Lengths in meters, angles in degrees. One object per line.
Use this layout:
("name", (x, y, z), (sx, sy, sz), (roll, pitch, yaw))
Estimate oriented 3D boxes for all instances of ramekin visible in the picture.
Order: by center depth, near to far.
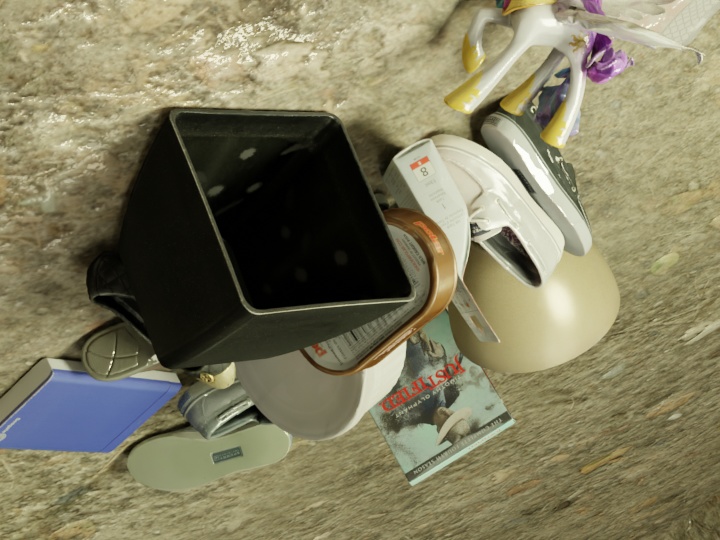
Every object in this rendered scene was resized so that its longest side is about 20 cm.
("ramekin", (-0.041, 0.067, 1.563), (0.094, 0.202, 0.202), (-22, 156, -46))

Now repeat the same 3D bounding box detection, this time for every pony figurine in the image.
("pony figurine", (0.190, -0.216, 1.346), (0.193, 0.167, 0.200), (18, 117, -16))

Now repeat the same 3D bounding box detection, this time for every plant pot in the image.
("plant pot", (-0.107, -0.015, 1.360), (0.199, 0.200, 0.177), (-4, 154, -44))
("plant pot", (0.184, 0.000, 1.713), (0.200, 0.200, 0.135), (-27, 127, -7))

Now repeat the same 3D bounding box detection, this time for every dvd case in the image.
("dvd case", (0.074, 0.136, 1.792), (0.146, 0.200, 0.022), (-31, 155, 2))

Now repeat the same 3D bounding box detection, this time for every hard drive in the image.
("hard drive", (-0.302, 0.148, 1.611), (0.132, 0.025, 0.200), (-41, 153, 21))

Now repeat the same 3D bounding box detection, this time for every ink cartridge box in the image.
("ink cartridge box", (0.093, -0.026, 1.466), (0.050, 0.200, 0.162), (-32, 179, -3))

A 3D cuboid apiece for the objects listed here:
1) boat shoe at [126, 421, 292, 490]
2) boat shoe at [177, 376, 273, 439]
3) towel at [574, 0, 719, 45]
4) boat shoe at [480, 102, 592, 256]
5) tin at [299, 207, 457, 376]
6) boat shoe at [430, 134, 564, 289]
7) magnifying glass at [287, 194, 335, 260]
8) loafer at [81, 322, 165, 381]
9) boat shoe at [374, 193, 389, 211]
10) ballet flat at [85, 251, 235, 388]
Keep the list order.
("boat shoe", (-0.177, 0.213, 1.797), (0.200, 0.070, 0.072), (-12, -168, 4))
("boat shoe", (-0.116, 0.149, 1.733), (0.201, 0.072, 0.070), (-16, 152, -41))
("towel", (0.326, -0.304, 1.471), (0.191, 0.032, 0.200), (1, 139, -47))
("boat shoe", (0.198, -0.098, 1.574), (0.057, 0.069, 0.200), (-48, 123, -17))
("tin", (0.006, 0.022, 1.423), (0.200, 0.112, 0.042), (-42, 164, 35))
("boat shoe", (0.133, -0.057, 1.554), (0.072, 0.069, 0.200), (-15, 129, 40))
("magnifying glass", (-0.070, -0.015, 1.468), (0.022, 0.080, 0.200), (22, 107, -29))
("loafer", (-0.185, 0.067, 1.539), (0.200, 0.072, 0.063), (-14, 171, 1))
("boat shoe", (0.000, 0.000, 1.629), (0.076, 0.060, 0.200), (-21, 152, -20))
("ballet flat", (-0.194, 0.059, 1.442), (0.066, 0.057, 0.200), (-20, 131, 33))
